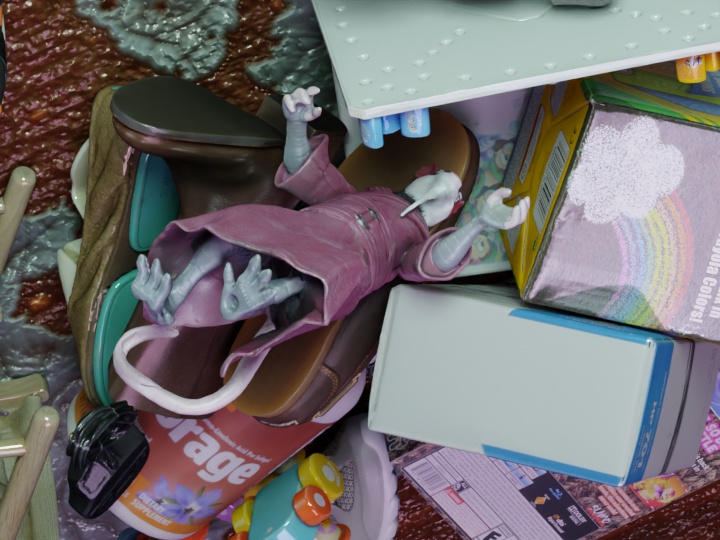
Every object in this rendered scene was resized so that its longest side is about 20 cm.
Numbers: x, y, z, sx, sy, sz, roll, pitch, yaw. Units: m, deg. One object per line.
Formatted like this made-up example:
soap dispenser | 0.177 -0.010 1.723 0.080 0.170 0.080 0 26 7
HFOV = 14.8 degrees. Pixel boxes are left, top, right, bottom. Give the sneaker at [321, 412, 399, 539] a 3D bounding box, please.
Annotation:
sneaker | -0.033 0.167 1.785 0.082 0.075 0.200 5 134 -22

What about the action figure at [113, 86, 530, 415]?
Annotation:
action figure | -0.009 -0.003 1.412 0.200 0.134 0.149 -22 141 -48

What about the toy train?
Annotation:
toy train | -0.075 0.168 1.703 0.056 0.200 0.150 43 78 -22

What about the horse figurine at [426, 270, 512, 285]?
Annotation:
horse figurine | 0.086 -0.057 1.602 0.133 0.050 0.200 7 127 -18

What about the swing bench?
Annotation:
swing bench | -0.233 0.084 1.556 0.130 0.199 0.200 -6 136 -8

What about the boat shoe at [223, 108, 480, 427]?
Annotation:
boat shoe | 0.000 0.000 1.529 0.200 0.070 0.070 -52 152 7

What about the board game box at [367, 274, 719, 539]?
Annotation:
board game box | 0.131 0.080 1.721 0.200 0.097 0.159 -27 136 14

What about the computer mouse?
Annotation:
computer mouse | -0.146 0.097 1.513 0.059 0.034 0.200 -50 173 -11

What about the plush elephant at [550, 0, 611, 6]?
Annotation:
plush elephant | 0.057 -0.206 1.360 0.165 0.155 0.200 -1 135 -14

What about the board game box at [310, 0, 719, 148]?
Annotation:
board game box | 0.079 -0.132 1.412 0.200 0.200 0.026 -11 120 -3

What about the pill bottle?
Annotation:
pill bottle | -0.071 0.063 1.641 0.200 0.112 0.112 -40 131 25

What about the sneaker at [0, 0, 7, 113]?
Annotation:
sneaker | -0.212 -0.138 1.409 0.070 0.090 0.200 -9 137 -5

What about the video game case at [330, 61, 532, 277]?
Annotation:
video game case | 0.089 -0.085 1.537 0.200 0.024 0.182 -8 117 2

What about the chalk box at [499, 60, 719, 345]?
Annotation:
chalk box | 0.188 -0.040 1.483 0.200 0.124 0.124 13 113 -12

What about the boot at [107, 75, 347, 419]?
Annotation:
boot | -0.103 -0.001 1.482 0.186 0.064 0.200 5 119 -53

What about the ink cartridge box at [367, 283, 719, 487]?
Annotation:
ink cartridge box | 0.106 0.059 1.529 0.146 0.086 0.200 12 -178 18

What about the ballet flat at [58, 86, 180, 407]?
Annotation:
ballet flat | -0.137 -0.018 1.555 0.068 0.072 0.200 -22 135 -37
